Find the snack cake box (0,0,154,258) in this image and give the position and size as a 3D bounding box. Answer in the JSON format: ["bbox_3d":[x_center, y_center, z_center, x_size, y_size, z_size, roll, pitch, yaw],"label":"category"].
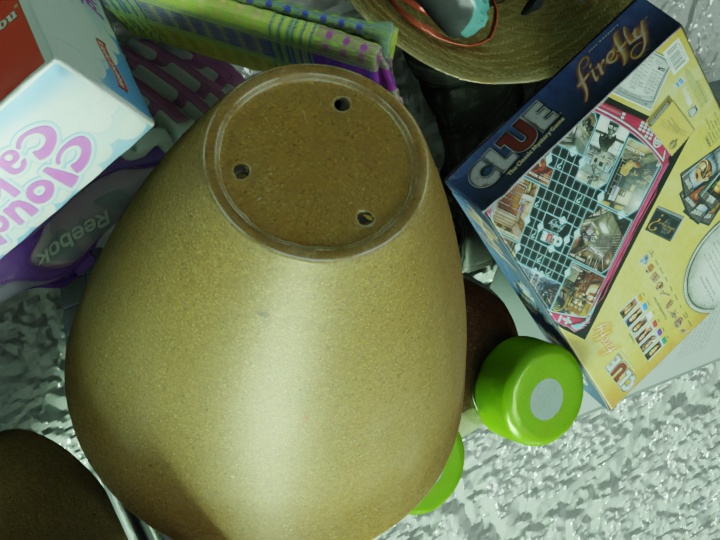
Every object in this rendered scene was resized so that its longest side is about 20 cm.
[{"bbox_3d":[-0.195,-0.052,1.116,0.200,0.115,0.067,-39,139,16],"label":"snack cake box"}]

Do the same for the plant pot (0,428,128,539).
[{"bbox_3d":[-0.209,0.170,1.250,0.200,0.186,0.187,-43,136,-38],"label":"plant pot"}]

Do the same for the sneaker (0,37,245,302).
[{"bbox_3d":[-0.139,-0.040,1.258,0.200,0.080,0.089,-29,139,-27],"label":"sneaker"}]

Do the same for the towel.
[{"bbox_3d":[-0.049,-0.110,1.179,0.200,0.143,0.023,60,48,-86],"label":"towel"}]

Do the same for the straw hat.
[{"bbox_3d":[0.041,-0.164,1.337,0.201,0.201,0.085,-22,167,-33],"label":"straw hat"}]

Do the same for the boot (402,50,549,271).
[{"bbox_3d":[0.102,-0.105,1.454,0.200,0.069,0.174,-37,138,-18],"label":"boot"}]

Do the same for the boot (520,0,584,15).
[{"bbox_3d":[0.099,-0.229,1.307,0.162,0.199,0.073,-18,164,-26],"label":"boot"}]

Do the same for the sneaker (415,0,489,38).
[{"bbox_3d":[-0.025,-0.170,1.229,0.091,0.200,0.078,-45,169,4],"label":"sneaker"}]

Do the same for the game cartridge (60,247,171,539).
[{"bbox_3d":[-0.104,0.098,1.326,0.038,0.130,0.200,-14,130,6],"label":"game cartridge"}]

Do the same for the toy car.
[{"bbox_3d":[0.000,0.000,1.354,0.158,0.164,0.201,-27,116,-29],"label":"toy car"}]

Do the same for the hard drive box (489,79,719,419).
[{"bbox_3d":[0.168,-0.016,1.501,0.200,0.077,0.156,-16,132,-50],"label":"hard drive box"}]

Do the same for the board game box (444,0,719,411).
[{"bbox_3d":[0.134,-0.030,1.342,0.135,0.035,0.200,-43,141,-7],"label":"board game box"}]

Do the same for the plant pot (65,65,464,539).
[{"bbox_3d":[-0.029,0.002,1.141,0.186,0.186,0.200,-34,162,-24],"label":"plant pot"}]
